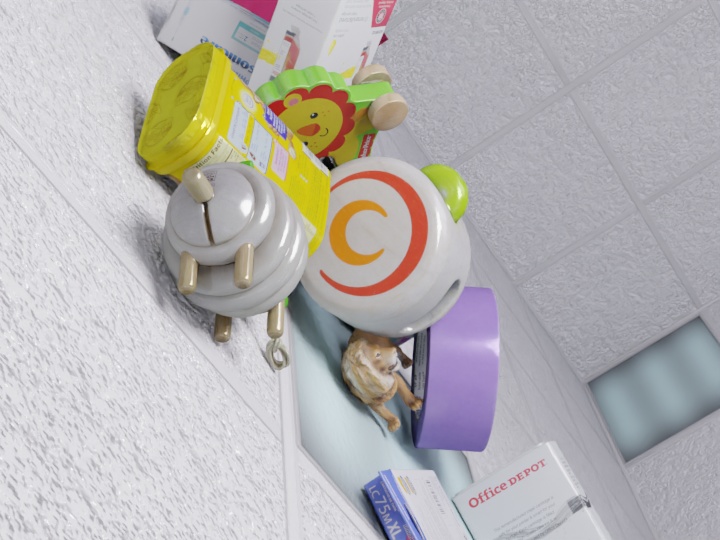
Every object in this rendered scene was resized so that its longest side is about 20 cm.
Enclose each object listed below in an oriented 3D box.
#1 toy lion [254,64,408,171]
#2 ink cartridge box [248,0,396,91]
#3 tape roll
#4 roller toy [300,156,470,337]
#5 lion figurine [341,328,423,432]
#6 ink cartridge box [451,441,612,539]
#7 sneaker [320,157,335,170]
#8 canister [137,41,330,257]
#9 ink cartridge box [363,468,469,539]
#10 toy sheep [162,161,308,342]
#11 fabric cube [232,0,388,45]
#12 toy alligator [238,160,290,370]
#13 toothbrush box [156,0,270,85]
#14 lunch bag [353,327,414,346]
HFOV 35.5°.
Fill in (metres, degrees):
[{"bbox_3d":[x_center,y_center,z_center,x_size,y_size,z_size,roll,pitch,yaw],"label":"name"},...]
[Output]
[{"bbox_3d":[-0.052,-0.153,1.291,0.201,0.190,0.069,107,-36,-51],"label":"toy lion"},{"bbox_3d":[-0.050,-0.261,1.354,0.083,0.201,0.145,33,26,18],"label":"ink cartridge box"},{"bbox_3d":[0.113,0.119,1.382,0.200,0.084,0.203,-177,-90,-88],"label":"tape roll"},{"bbox_3d":[0.025,-0.023,1.256,0.140,0.198,0.185,34,62,-67],"label":"roller toy"},{"bbox_3d":[0.014,0.109,1.325,0.123,0.072,0.200,50,2,-17],"label":"lion figurine"},{"bbox_3d":[0.230,0.336,1.416,0.201,0.144,0.084,61,11,15],"label":"ink cartridge box"},{"bbox_3d":[-0.091,-0.156,1.480,0.200,0.075,0.115,46,3,8],"label":"sneaker"},{"bbox_3d":[-0.121,-0.110,1.145,0.200,0.086,0.150,44,35,-35],"label":"canister"},{"bbox_3d":[0.063,0.265,1.158,0.120,0.042,0.200,62,9,18],"label":"ink cartridge box"},{"bbox_3d":[-0.109,-0.023,0.967,0.201,0.137,0.139,73,-8,-59],"label":"toy sheep"},{"bbox_3d":[-0.089,-0.454,2.037,0.200,0.195,0.200,57,11,-3],"label":"fabric cube"},{"bbox_3d":[-0.087,-0.008,1.081,0.054,0.059,0.202,-39,122,-67],"label":"toy alligator"},{"bbox_3d":[-0.156,-0.292,1.460,0.146,0.086,0.200,31,11,6],"label":"toothbrush box"},{"bbox_3d":[0.000,0.000,1.504,0.160,0.077,0.201,41,20,-52],"label":"lunch bag"}]
